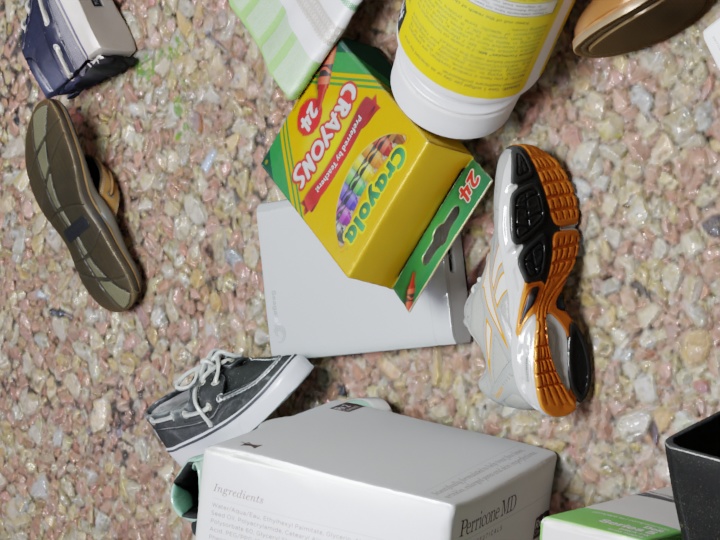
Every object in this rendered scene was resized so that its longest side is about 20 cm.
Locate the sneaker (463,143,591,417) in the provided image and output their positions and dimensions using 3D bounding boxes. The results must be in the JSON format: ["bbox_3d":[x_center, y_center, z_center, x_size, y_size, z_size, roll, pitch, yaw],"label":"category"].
[{"bbox_3d":[0.108,0.008,1.562,0.092,0.076,0.200,-4,89,48],"label":"sneaker"}]

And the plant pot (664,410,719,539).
[{"bbox_3d":[0.321,0.179,1.297,0.199,0.200,0.178,14,113,42],"label":"plant pot"}]

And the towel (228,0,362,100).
[{"bbox_3d":[-0.033,-0.253,1.667,0.200,0.031,0.149,-56,39,25],"label":"towel"}]

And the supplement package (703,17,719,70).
[{"bbox_3d":[0.334,-0.153,1.301,0.200,0.117,0.117,-38,67,38],"label":"supplement package"}]

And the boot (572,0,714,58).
[{"bbox_3d":[0.199,-0.253,1.463,0.200,0.074,0.155,-40,62,34],"label":"boot"}]

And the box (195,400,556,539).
[{"bbox_3d":[0.012,0.190,1.548,0.200,0.199,0.131,11,101,25],"label":"box"}]

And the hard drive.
[{"bbox_3d":[0.000,0.000,1.694,0.200,0.026,0.132,-8,88,43],"label":"hard drive"}]

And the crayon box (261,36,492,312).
[{"bbox_3d":[0.009,-0.077,1.620,0.127,0.051,0.200,-59,41,19],"label":"crayon box"}]

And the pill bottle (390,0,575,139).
[{"bbox_3d":[0.090,-0.190,1.500,0.114,0.114,0.200,57,149,25],"label":"pill bottle"}]

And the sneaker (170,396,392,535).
[{"bbox_3d":[-0.066,0.161,1.705,0.200,0.118,0.074,-32,70,39],"label":"sneaker"}]

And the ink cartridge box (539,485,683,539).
[{"bbox_3d":[0.204,0.225,1.397,0.084,0.200,0.146,8,99,40],"label":"ink cartridge box"}]

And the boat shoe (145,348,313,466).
[{"bbox_3d":[-0.114,0.101,1.763,0.068,0.074,0.199,49,145,-7],"label":"boat shoe"}]

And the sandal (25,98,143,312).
[{"bbox_3d":[-0.240,-0.061,1.906,0.082,0.055,0.200,-32,86,46],"label":"sandal"}]

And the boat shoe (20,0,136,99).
[{"bbox_3d":[-0.279,-0.248,1.906,0.093,0.075,0.200,-33,71,32],"label":"boat shoe"}]
